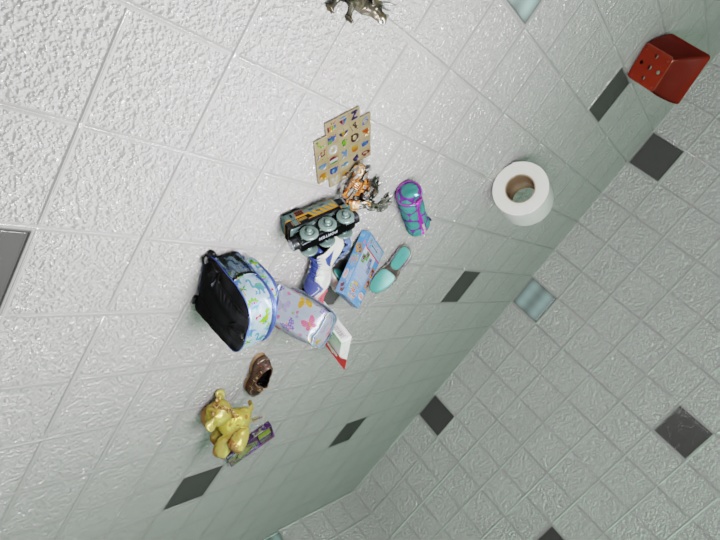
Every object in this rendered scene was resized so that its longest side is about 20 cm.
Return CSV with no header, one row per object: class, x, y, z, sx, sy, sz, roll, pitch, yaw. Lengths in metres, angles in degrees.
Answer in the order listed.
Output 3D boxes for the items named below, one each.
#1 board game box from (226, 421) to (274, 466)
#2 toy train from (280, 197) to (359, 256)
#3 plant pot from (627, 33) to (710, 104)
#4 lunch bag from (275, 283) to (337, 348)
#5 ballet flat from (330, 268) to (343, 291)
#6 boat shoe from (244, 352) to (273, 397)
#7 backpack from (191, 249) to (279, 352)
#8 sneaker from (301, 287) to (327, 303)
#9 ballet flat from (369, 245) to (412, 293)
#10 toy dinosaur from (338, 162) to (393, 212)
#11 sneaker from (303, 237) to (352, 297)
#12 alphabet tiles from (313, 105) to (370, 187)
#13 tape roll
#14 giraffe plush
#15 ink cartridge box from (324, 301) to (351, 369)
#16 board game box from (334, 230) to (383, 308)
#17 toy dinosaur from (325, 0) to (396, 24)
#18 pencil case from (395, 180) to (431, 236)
board game box,-0.424,0.667,2.065,0.199,0.032,0.121,-31,146,-23
toy train,-0.101,-0.116,1.326,0.199,0.114,0.086,-27,150,-24
plant pot,1.171,-0.786,2.086,0.175,0.201,0.201,-9,138,-31
lunch bag,-0.161,0.129,1.500,0.128,0.168,0.200,-60,168,-10
ballet flat,-0.055,0.046,1.685,0.070,0.069,0.200,-49,153,9
boat shoe,-0.324,0.350,1.721,0.070,0.070,0.201,-24,147,-36
backpack,-0.276,0.072,1.259,0.146,0.200,0.184,-15,140,-43
sneaker,-0.149,0.124,1.644,0.086,0.074,0.201,-18,142,-44
ballet flat,0.109,-0.001,1.838,0.201,0.072,0.072,-50,152,12
toy dinosaur,-0.002,-0.197,1.414,0.134,0.103,0.200,-9,161,-27
sneaker,-0.117,-0.030,1.484,0.115,0.080,0.201,13,112,-54
alphabet tiles,-0.040,-0.292,1.291,0.166,0.006,0.201,-34,151,-21
tape roll,0.597,-0.279,1.971,0.203,0.203,0.139,-49,152,9
giraffe plush,-0.426,0.467,1.676,0.199,0.173,0.162,-37,132,9
ink cartridge box,-0.100,0.223,1.750,0.050,0.161,0.201,-23,147,-30
board game box,0.000,0.000,1.635,0.202,0.036,0.151,-66,156,-13
toy dinosaur,-0.015,-0.519,0.962,0.103,0.077,0.200,-52,149,-10
pencil case,0.161,-0.183,1.624,0.085,0.092,0.200,-41,152,-5
